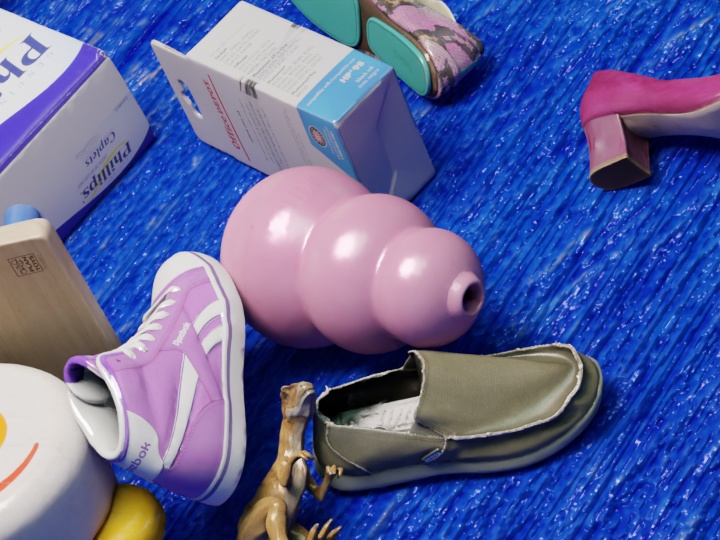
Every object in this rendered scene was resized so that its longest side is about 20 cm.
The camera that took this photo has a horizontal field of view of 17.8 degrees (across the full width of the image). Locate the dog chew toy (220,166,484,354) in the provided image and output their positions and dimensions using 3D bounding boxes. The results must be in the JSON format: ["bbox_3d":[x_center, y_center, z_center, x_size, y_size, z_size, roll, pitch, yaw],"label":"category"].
[{"bbox_3d":[0.000,0.000,1.540,0.199,0.125,0.125,14,57,42],"label":"dog chew toy"}]

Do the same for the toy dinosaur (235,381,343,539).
[{"bbox_3d":[-0.061,0.171,1.476,0.106,0.060,0.201,29,90,37],"label":"toy dinosaur"}]

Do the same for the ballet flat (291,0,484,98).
[{"bbox_3d":[0.020,-0.197,1.765,0.071,0.069,0.200,-28,47,-28],"label":"ballet flat"}]

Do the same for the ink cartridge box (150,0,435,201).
[{"bbox_3d":[-0.051,-0.121,1.684,0.200,0.116,0.067,28,65,37],"label":"ink cartridge box"}]

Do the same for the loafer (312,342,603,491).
[{"bbox_3d":[0.058,0.089,1.485,0.199,0.070,0.075,-17,46,8],"label":"loafer"}]

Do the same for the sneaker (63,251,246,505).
[{"bbox_3d":[-0.136,0.051,1.489,0.073,0.114,0.201,-50,33,32],"label":"sneaker"}]

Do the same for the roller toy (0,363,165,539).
[{"bbox_3d":[-0.243,0.164,1.496,0.199,0.140,0.182,-30,38,-16],"label":"roller toy"}]

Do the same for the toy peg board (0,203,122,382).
[{"bbox_3d":[-0.266,0.028,1.583,0.198,0.200,0.098,-13,46,12],"label":"toy peg board"}]

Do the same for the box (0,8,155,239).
[{"bbox_3d":[-0.297,-0.102,1.777,0.199,0.105,0.184,23,63,35],"label":"box"}]

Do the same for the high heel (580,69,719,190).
[{"bbox_3d":[0.236,-0.130,1.582,0.199,0.067,0.097,-18,53,28],"label":"high heel"}]
